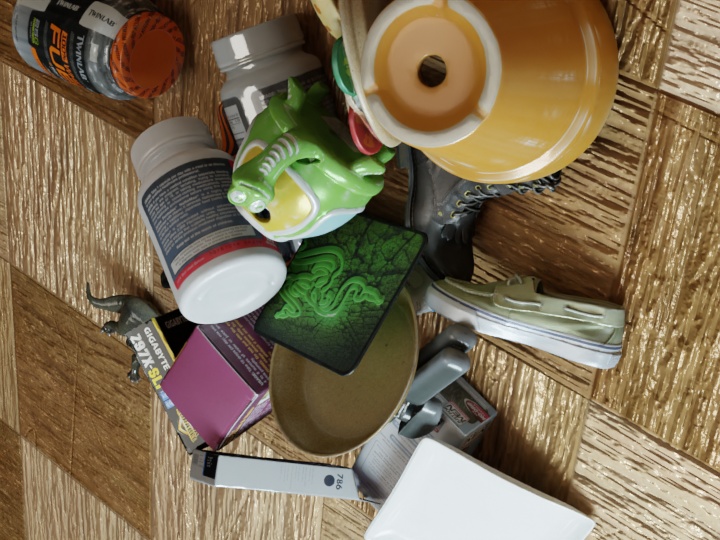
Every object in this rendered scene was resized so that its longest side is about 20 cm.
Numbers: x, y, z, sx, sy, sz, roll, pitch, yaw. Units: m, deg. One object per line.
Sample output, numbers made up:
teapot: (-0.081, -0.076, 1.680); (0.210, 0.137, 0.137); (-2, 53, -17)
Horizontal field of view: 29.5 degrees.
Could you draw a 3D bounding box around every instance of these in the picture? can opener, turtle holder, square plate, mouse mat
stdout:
can opener: (0.070, 0.111, 1.365); (0.066, 0.053, 0.200); (20, 150, -9)
turtle holder: (-0.054, -0.089, 1.298); (0.141, 0.186, 0.132); (38, 107, -19)
square plate: (0.125, 0.272, 1.464); (0.199, 0.029, 0.199); (26, 132, 0)
mouse mat: (-0.024, 0.015, 1.378); (0.008, 0.161, 0.200); (35, 172, -33)

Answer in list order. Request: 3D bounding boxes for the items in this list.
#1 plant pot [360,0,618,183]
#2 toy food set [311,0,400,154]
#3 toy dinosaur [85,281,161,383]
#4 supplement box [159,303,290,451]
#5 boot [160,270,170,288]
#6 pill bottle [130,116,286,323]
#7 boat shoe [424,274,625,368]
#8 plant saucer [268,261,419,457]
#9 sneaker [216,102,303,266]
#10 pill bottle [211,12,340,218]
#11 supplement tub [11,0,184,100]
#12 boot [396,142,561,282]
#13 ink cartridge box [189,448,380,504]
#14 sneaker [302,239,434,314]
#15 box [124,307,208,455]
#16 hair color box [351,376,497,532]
plant pot: (0.095, -0.170, 1.148); (0.199, 0.183, 0.202); (4, 98, 28)
toy food set: (0.007, -0.207, 1.265); (0.048, 0.200, 0.199); (-9, 91, 17)
toy dinosaur: (-0.288, 0.081, 1.823); (0.102, 0.077, 0.201); (-45, 71, 36)
supplement box: (-0.105, 0.089, 1.521); (0.103, 0.200, 0.131); (48, 136, 9)
boot: (-0.208, -0.065, 1.666); (0.200, 0.077, 0.139); (133, 129, -62)
pill bottle: (-0.166, -0.057, 1.428); (0.120, 0.119, 0.201); (-55, 52, 46)
boat shoe: (0.160, 0.036, 1.312); (0.199, 0.072, 0.062); (17, 100, 17)
plant saucer: (-0.010, 0.092, 1.368); (0.199, 0.035, 0.201); (-19, 60, 37)
sneaker: (-0.142, -0.086, 1.526); (0.201, 0.112, 0.078); (68, 164, -4)
pill bottle: (-0.080, -0.159, 1.434); (0.113, 0.114, 0.201); (-8, 104, 48)
supplement tub: (-0.307, -0.273, 1.603); (0.199, 0.122, 0.123); (23, 125, 37)
boot: (0.119, -0.079, 1.303); (0.174, 0.069, 0.201); (-3, 106, 47)
ink cartridge box: (-0.082, 0.230, 1.527); (0.099, 0.199, 0.039); (171, 108, -65)
sneaker: (0.000, 0.000, 1.456); (0.199, 0.086, 0.075); (22, 126, 39)
box: (-0.188, 0.119, 1.632); (0.049, 0.200, 0.160); (-27, 89, 17)
hair color box: (0.065, 0.194, 1.509); (0.099, 0.060, 0.200); (44, 137, 20)
